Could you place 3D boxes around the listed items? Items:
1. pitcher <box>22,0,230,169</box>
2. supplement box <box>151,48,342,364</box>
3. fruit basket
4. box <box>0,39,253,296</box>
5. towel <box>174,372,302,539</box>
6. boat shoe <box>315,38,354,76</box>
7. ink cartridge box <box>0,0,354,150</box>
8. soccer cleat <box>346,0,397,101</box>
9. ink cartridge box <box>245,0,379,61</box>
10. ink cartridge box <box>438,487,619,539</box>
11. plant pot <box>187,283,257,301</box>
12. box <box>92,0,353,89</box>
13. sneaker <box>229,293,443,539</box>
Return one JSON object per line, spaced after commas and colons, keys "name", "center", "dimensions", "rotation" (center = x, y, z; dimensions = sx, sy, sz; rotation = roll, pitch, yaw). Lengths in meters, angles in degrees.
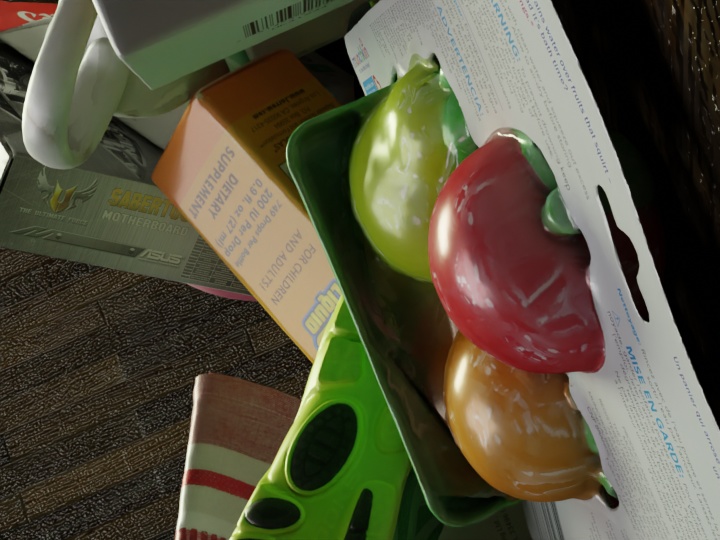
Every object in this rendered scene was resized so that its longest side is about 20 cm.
{"name": "pitcher", "center": [-0.086, -0.152, 0.673], "dimensions": [0.172, 0.120, 0.201], "rotation": [-70, -2, -56]}
{"name": "supplement box", "center": [0.000, 0.000, 0.735], "dimensions": [0.200, 0.069, 0.067], "rotation": [46, 135, 9]}
{"name": "fruit basket", "center": [0.052, 0.000, 0.475], "dimensions": [0.187, 0.093, 0.200], "rotation": [67, 163, -2]}
{"name": "box", "center": [-0.115, -0.054, 0.836], "dimensions": [0.198, 0.049, 0.159], "rotation": [12, -157, -35]}
{"name": "towel", "center": [-0.016, 0.150, 0.732], "dimensions": [0.023, 0.143, 0.202], "rotation": [-48, 31, 48]}
{"name": "boat shoe", "center": [-0.024, -0.149, 0.964], "dimensions": [0.201, 0.072, 0.068], "rotation": [59, 168, 14]}
{"name": "ink cartridge box", "center": [-0.115, -0.127, 0.878], "dimensions": [0.199, 0.050, 0.161], "rotation": [36, -159, 18]}
{"name": "soccer cleat", "center": [0.019, -0.032, 0.789], "dimensions": [0.068, 0.080, 0.201], "rotation": [-115, 3, -53]}
{"name": "ink cartridge box", "center": [-0.061, -0.222, 0.824], "dimensions": [0.146, 0.084, 0.201], "rotation": [-117, 4, -59]}
{"name": "ink cartridge box", "center": [0.033, 0.166, 0.668], "dimensions": [0.148, 0.198, 0.083], "rotation": [67, 154, 17]}
{"name": "plant pot", "center": [-0.066, -0.104, 1.100], "dimensions": [0.179, 0.198, 0.202], "rotation": [109, 140, -65]}
{"name": "box", "center": [-0.058, -0.180, 0.551], "dimensions": [0.097, 0.123, 0.202], "rotation": [-153, 41, -88]}
{"name": "sneaker", "center": [0.008, 0.062, 0.609], "dimensions": [0.074, 0.201, 0.084], "rotation": [31, 161, 10]}
